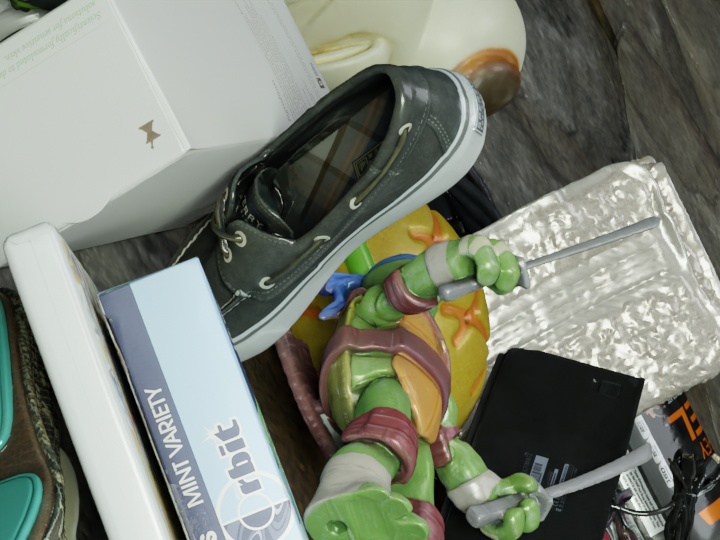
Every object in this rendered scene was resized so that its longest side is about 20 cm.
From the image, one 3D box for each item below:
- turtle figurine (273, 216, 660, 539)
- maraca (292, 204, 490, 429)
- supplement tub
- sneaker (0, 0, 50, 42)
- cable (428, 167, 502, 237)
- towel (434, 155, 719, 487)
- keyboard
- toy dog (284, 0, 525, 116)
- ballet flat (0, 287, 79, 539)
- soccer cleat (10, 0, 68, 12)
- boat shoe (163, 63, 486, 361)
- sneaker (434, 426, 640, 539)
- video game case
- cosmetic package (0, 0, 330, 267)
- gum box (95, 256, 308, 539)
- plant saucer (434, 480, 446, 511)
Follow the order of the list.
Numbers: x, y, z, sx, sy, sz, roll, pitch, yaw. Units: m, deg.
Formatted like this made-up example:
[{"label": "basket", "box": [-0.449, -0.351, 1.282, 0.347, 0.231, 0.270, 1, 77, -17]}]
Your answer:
[{"label": "turtle figurine", "box": [0.054, 0.065, 1.095, 0.199, 0.144, 0.195, 23, 44, -5]}, {"label": "maraca", "box": [0.000, 0.000, 1.252, 0.137, 0.106, 0.201, 143, -76, -86]}, {"label": "supplement tub", "box": [0.142, 0.116, 1.446, 0.201, 0.122, 0.122, 63, 20, -1]}, {"label": "sneaker", "box": [-0.128, -0.141, 1.176, 0.080, 0.073, 0.200, 63, 19, 6]}, {"label": "cable", "box": [0.034, -0.051, 1.494, 0.163, 0.051, 0.201, 49, 25, -34]}, {"label": "towel", "box": [0.103, 0.032, 1.367, 0.133, 0.199, 0.034, 62, -8, 0]}, {"label": "keyboard", "box": [0.105, 0.112, 1.191, 0.200, 0.126, 0.021, -65, 168, -51]}, {"label": "toy dog", "box": [0.007, -0.163, 1.380, 0.200, 0.194, 0.140, 43, 15, -29]}, {"label": "ballet flat", "box": [-0.127, 0.089, 0.901, 0.075, 0.067, 0.201, 54, 18, -35]}, {"label": "soccer cleat", "box": [-0.143, -0.151, 1.039, 0.199, 0.081, 0.068, -5, 57, -42]}, {"label": "boat shoe", "box": [-0.033, -0.027, 1.090, 0.056, 0.200, 0.069, 16, 43, -48]}, {"label": "sneaker", "box": [0.120, 0.148, 1.335, 0.080, 0.075, 0.200, 22, -26, 53]}, {"label": "video game case", "box": [-0.082, 0.089, 0.949, 0.182, 0.023, 0.201, 100, -31, -83]}, {"label": "cosmetic package", "box": [-0.095, -0.068, 1.113, 0.085, 0.107, 0.200, 63, 18, 5]}, {"label": "gum box", "box": [-0.048, 0.095, 0.991, 0.200, 0.044, 0.171, 89, -19, -81]}, {"label": "plant saucer", "box": [0.104, 0.186, 1.267, 0.200, 0.037, 0.201, 40, -14, 12]}]
